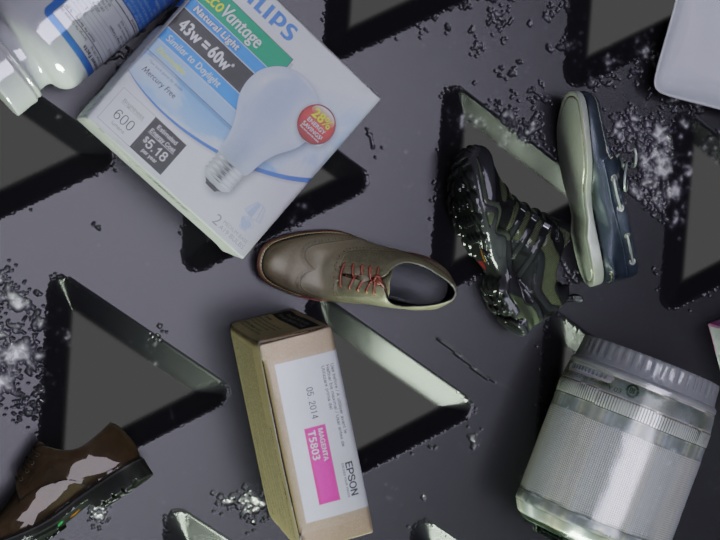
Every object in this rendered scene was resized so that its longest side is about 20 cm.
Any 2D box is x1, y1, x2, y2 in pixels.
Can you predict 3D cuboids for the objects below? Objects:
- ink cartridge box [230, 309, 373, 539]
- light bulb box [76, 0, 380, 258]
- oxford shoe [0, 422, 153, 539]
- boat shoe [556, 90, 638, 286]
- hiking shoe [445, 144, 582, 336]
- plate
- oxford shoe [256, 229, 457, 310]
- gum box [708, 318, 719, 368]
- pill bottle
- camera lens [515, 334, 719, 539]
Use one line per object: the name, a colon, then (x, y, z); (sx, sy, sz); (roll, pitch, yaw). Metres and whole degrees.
ink cartridge box: (-0.058, 0.146, 1.626); (0.075, 0.165, 0.202); (-13, 98, -13)
light bulb box: (-0.124, -0.151, 1.608); (0.198, 0.125, 0.200); (42, 84, -14)
oxford shoe: (-0.301, 0.210, 1.624); (0.199, 0.073, 0.085); (-30, 85, -13)
boat shoe: (0.243, -0.085, 1.737); (0.061, 0.075, 0.202); (-12, 98, -12)
hiking shoe: (0.155, -0.041, 1.725); (0.100, 0.076, 0.201); (-27, 109, -20)
plate: (0.407, -0.258, 1.790); (0.198, 0.032, 0.202); (14, 90, -16)
oxford shoe: (0.000, 0.000, 1.677); (0.198, 0.075, 0.071); (5, 94, -15)
gum box: (0.452, 0.134, 1.812); (0.113, 0.066, 0.202); (-18, 99, -11)
pill bottle: (-0.263, -0.237, 1.571); (0.200, 0.112, 0.112); (-41, 103, -8)
camera lens: (0.254, 0.183, 1.715); (0.159, 0.160, 0.201); (21, 89, -15)
